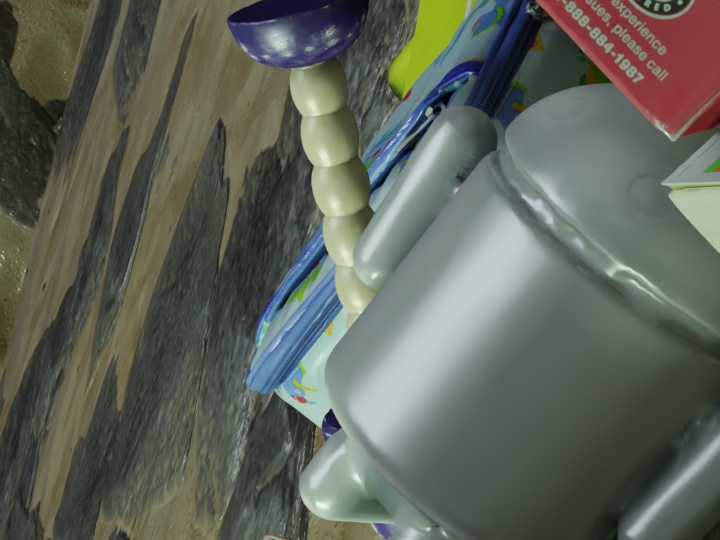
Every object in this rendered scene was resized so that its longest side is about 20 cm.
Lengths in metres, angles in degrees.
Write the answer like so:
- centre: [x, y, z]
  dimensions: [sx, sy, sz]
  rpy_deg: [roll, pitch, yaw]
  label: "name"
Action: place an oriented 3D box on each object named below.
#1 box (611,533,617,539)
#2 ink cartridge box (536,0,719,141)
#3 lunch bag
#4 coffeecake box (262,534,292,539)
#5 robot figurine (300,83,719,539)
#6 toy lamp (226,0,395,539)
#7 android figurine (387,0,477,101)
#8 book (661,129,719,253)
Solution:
- centre: [0.058, 0.082, 1.094]
  dimensions: [0.200, 0.048, 0.117]
  rpy_deg: [128, 154, -62]
  label: "box"
- centre: [0.114, -0.155, 0.753]
  dimensions: [0.200, 0.145, 0.083]
  rpy_deg: [-44, -9, 17]
  label: "ink cartridge box"
- centre: [0.039, -0.027, 1.105]
  dimensions: [0.200, 0.082, 0.161]
  rpy_deg: [-51, 7, 43]
  label: "lunch bag"
- centre: [0.023, 0.198, 0.868]
  dimensions: [0.073, 0.153, 0.200]
  rpy_deg: [180, 106, -76]
  label: "coffeecake box"
- centre: [0.066, 0.020, 0.927]
  dimensions: [0.200, 0.170, 0.113]
  rpy_deg: [-51, -24, 15]
  label: "robot figurine"
- centre: [0.000, 0.000, 1.006]
  dimensions: [0.058, 0.058, 0.200]
  rpy_deg: [-129, 23, -74]
  label: "toy lamp"
- centre: [0.050, -0.096, 1.270]
  dimensions: [0.200, 0.041, 0.182]
  rpy_deg: [133, 150, -67]
  label: "android figurine"
- centre: [0.168, -0.055, 0.700]
  dimensions: [0.134, 0.048, 0.200]
  rpy_deg: [-45, 9, -10]
  label: "book"
